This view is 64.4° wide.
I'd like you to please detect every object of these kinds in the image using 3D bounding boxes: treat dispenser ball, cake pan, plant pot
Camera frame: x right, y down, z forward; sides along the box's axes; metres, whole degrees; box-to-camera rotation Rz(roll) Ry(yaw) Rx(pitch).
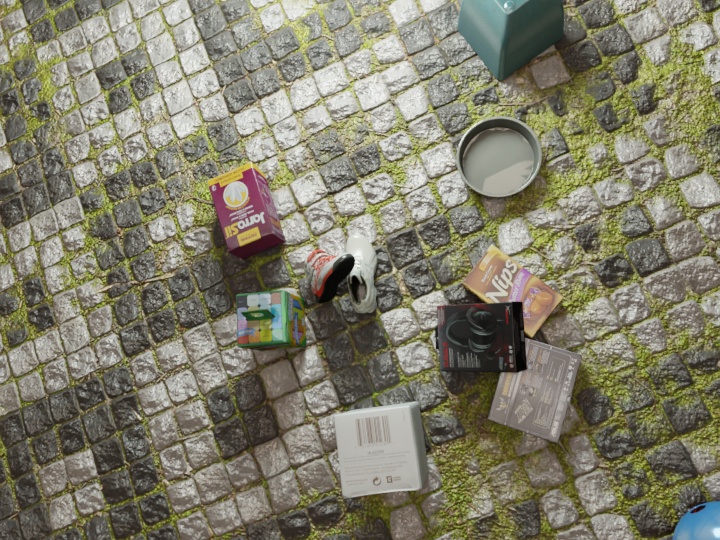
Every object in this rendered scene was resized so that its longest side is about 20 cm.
[{"bbox_3d":[0.701,0.545,1.080,0.199,0.201,0.203,-2,80,11],"label":"treat dispenser ball"},{"bbox_3d":[0.332,-0.269,1.376,0.198,0.037,0.202,-2,80,12],"label":"cake pan"},{"bbox_3d":[0.357,-0.619,1.347,0.195,0.200,0.197,-34,76,3],"label":"plant pot"}]

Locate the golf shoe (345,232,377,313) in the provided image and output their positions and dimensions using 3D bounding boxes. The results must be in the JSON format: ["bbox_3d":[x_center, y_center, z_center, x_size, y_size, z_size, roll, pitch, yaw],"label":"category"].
[{"bbox_3d":[0.000,0.000,1.369,0.078,0.097,0.202,-11,77,11],"label":"golf shoe"}]

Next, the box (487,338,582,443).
[{"bbox_3d":[0.385,0.260,1.271,0.157,0.048,0.202,16,84,15],"label":"box"}]

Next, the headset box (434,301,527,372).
[{"bbox_3d":[0.257,0.148,1.269,0.199,0.077,0.150,-5,84,33],"label":"headset box"}]

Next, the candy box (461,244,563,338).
[{"bbox_3d":[0.345,0.048,1.312,0.200,0.056,0.117,39,91,16],"label":"candy box"}]

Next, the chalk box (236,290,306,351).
[{"bbox_3d":[-0.214,0.118,1.338,0.124,0.200,0.125,-6,79,11],"label":"chalk box"}]

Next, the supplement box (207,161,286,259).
[{"bbox_3d":[-0.288,-0.149,1.449,0.130,0.103,0.201,-22,77,6],"label":"supplement box"}]

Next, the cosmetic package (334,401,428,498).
[{"bbox_3d":[0.050,0.380,1.240,0.166,0.200,0.168,-10,78,10],"label":"cosmetic package"}]

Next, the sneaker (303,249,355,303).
[{"bbox_3d":[-0.082,-0.013,1.349,0.067,0.202,0.108,-15,66,-28],"label":"sneaker"}]
